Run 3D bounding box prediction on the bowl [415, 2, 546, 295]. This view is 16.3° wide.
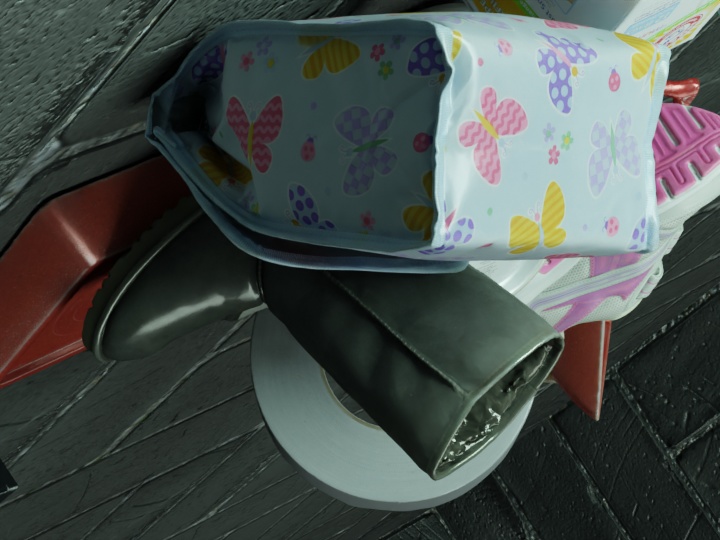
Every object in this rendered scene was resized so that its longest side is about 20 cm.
[{"bbox_3d":[0.050,-0.039,1.399,0.200,0.090,0.202,-24,135,-27],"label":"bowl"}]

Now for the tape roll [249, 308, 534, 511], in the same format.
[{"bbox_3d":[0.023,0.063,1.742,0.199,0.201,0.066,-33,171,-6],"label":"tape roll"}]

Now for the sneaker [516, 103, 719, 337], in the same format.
[{"bbox_3d":[0.148,-0.025,1.501,0.199,0.082,0.088,-33,136,26],"label":"sneaker"}]

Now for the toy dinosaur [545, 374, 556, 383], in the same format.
[{"bbox_3d":[0.059,0.041,1.803,0.106,0.200,0.060,-41,153,-4],"label":"toy dinosaur"}]

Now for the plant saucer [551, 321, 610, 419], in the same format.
[{"bbox_3d":[0.159,-0.024,1.753,0.036,0.202,0.200,3,-162,7],"label":"plant saucer"}]

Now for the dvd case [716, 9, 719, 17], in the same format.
[{"bbox_3d":[0.278,-0.242,1.530,0.200,0.022,0.146,-45,168,7],"label":"dvd case"}]

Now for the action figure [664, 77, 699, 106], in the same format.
[{"bbox_3d":[0.104,-0.078,1.529,0.198,0.066,0.099,7,132,-20],"label":"action figure"}]

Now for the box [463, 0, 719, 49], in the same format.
[{"bbox_3d":[0.137,-0.178,1.237,0.112,0.102,0.200,-28,169,-27],"label":"box"}]

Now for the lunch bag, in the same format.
[{"bbox_3d":[0.021,-0.061,1.200,0.199,0.128,0.169,9,-173,43],"label":"lunch bag"}]

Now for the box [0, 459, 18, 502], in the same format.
[{"bbox_3d":[-0.318,0.163,1.470,0.200,0.079,0.141,-39,172,31],"label":"box"}]

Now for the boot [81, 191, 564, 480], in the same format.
[{"bbox_3d":[-0.022,0.036,1.289,0.182,0.200,0.073,-45,163,1],"label":"boot"}]

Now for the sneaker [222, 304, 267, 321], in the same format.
[{"bbox_3d":[0.000,0.000,1.670,0.199,0.080,0.074,-18,175,-6],"label":"sneaker"}]

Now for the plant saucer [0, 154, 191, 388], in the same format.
[{"bbox_3d":[-0.130,-0.005,1.399,0.199,0.037,0.200,-26,166,-41],"label":"plant saucer"}]
